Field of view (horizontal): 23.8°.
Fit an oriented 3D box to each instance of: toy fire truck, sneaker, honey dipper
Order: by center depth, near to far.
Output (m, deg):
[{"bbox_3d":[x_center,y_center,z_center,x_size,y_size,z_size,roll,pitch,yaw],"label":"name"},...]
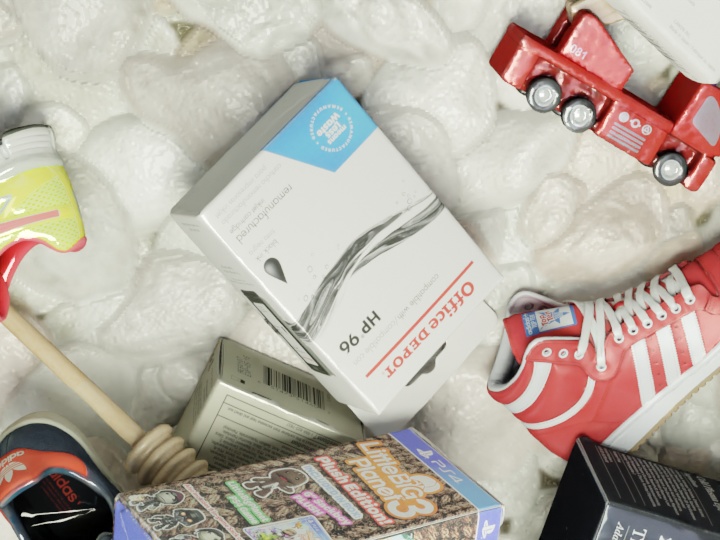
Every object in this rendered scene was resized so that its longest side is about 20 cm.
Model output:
[{"bbox_3d":[0.148,-0.149,0.987,0.199,0.049,0.142,28,104,-14],"label":"toy fire truck"},{"bbox_3d":[-0.140,0.174,0.989,0.075,0.085,0.200,-42,107,11],"label":"sneaker"},{"bbox_3d":[-0.246,0.000,0.990,0.199,0.078,0.091,-31,93,7],"label":"sneaker"},{"bbox_3d":[-0.165,0.067,1.013,0.200,0.038,0.038,43,104,12],"label":"honey dipper"},{"bbox_3d":[0.162,0.027,1.041,0.112,0.071,0.200,35,106,-18],"label":"sneaker"}]

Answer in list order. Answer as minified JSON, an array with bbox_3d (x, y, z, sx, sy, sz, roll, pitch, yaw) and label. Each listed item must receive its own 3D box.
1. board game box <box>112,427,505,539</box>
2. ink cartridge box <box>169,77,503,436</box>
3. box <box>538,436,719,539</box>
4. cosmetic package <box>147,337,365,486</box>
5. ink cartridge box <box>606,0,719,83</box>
[{"bbox_3d":[-0.034,0.196,0.970,0.199,0.097,0.161,-8,118,-33],"label":"board game box"},{"bbox_3d":[0.000,0.000,1.001,0.116,0.068,0.200,-46,108,-13],"label":"ink cartridge box"},{"bbox_3d":[0.189,0.230,1.030,0.181,0.104,0.201,16,104,-8],"label":"box"},{"bbox_3d":[-0.085,0.157,1.070,0.103,0.073,0.201,25,107,-11],"label":"cosmetic package"},{"bbox_3d":[0.195,-0.226,0.917,0.161,0.050,0.200,38,93,-24],"label":"ink cartridge box"}]
